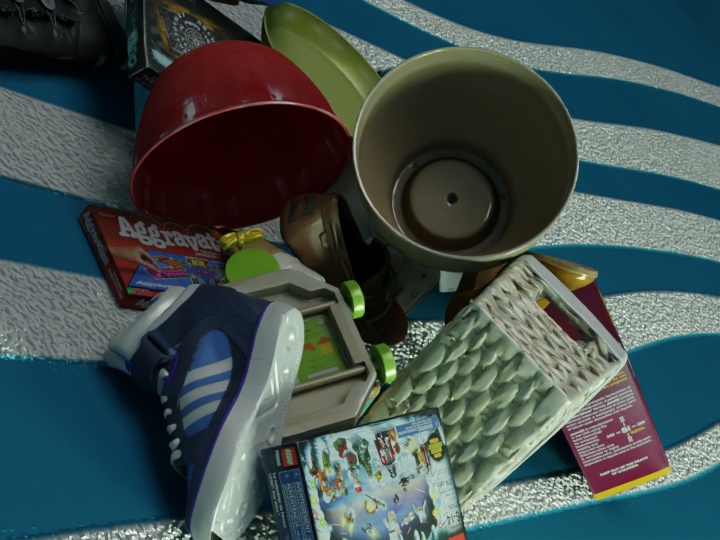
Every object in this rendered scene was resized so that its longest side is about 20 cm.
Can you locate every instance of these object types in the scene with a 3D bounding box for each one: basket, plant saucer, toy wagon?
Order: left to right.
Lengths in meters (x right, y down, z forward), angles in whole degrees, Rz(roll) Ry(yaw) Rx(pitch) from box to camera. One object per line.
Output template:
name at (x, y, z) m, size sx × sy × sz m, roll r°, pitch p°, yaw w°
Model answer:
toy wagon at (-0.068, 0.052, 1.217) m, size 0.154 × 0.040 × 0.201 m, roll -14°, pitch 56°, yaw -18°
plant saucer at (-0.033, -0.191, 1.515) m, size 0.200 × 0.031 × 0.200 m, roll 38°, pitch 27°, yaw -23°
basket at (0.111, 0.108, 1.287) m, size 0.136 × 0.200 × 0.123 m, roll 46°, pitch 34°, yaw 8°

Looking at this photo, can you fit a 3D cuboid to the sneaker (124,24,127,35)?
sneaker at (-0.158, -0.207, 1.505) m, size 0.200 × 0.082 × 0.074 m, roll 46°, pitch 28°, yaw 7°

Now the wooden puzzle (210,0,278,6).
wooden puzzle at (-0.154, -0.301, 1.487) m, size 0.199 × 0.047 × 0.185 m, roll 5°, pitch 7°, yaw -36°

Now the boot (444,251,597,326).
boot at (0.141, 0.056, 1.371) m, size 0.070 × 0.145 × 0.201 m, roll 17°, pitch -6°, yaw -26°

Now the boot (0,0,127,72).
boot at (-0.331, -0.257, 1.379) m, size 0.199 × 0.066 × 0.165 m, roll -7°, pitch 52°, yaw -51°

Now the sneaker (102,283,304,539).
sneaker at (-0.135, 0.104, 1.112) m, size 0.081 × 0.146 × 0.201 m, roll 59°, pitch 43°, yaw -58°

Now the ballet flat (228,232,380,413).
ballet flat at (-0.044, 0.039, 1.289) m, size 0.069 × 0.063 × 0.201 m, roll -12°, pitch 67°, yaw -58°

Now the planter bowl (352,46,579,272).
planter bowl at (0.089, -0.082, 1.335) m, size 0.200 × 0.200 × 0.135 m, roll 49°, pitch -15°, yaw 13°

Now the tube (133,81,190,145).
tube at (-0.193, -0.200, 1.426) m, size 0.077 × 0.050 × 0.201 m, roll 21°, pitch 49°, yaw -35°

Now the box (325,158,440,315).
box at (0.016, -0.049, 1.508) m, size 0.095 × 0.078 × 0.200 m, roll 29°, pitch 30°, yaw -23°

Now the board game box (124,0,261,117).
board game box at (-0.148, -0.199, 1.421) m, size 0.200 × 0.028 × 0.136 m, roll 31°, pitch 43°, yaw -45°

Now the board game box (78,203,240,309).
board game box at (-0.147, -0.002, 1.293) m, size 0.199 × 0.019 × 0.103 m, roll 9°, pitch 41°, yaw -47°

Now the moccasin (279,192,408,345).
moccasin at (0.000, -0.001, 1.364) m, size 0.074 × 0.077 × 0.202 m, roll -80°, pitch 149°, yaw -45°

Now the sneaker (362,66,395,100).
sneaker at (0.026, -0.181, 1.667) m, size 0.083 × 0.121 × 0.200 m, roll 38°, pitch 27°, yaw -7°

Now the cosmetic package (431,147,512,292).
cosmetic package at (0.112, -0.060, 1.506) m, size 0.200 × 0.081 × 0.114 m, roll 84°, pitch 1°, yaw -74°

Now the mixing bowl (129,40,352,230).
mixing bowl at (-0.115, -0.132, 1.303) m, size 0.199 × 0.200 × 0.109 m, roll 13°, pitch 51°, yaw -44°

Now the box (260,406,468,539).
box at (0.010, 0.188, 1.140) m, size 0.200 × 0.040 × 0.138 m, roll -6°, pitch 83°, yaw -56°

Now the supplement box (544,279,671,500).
supplement box at (0.230, 0.116, 1.452) m, size 0.111 × 0.085 × 0.200 m, roll -102°, pitch 167°, yaw -50°
